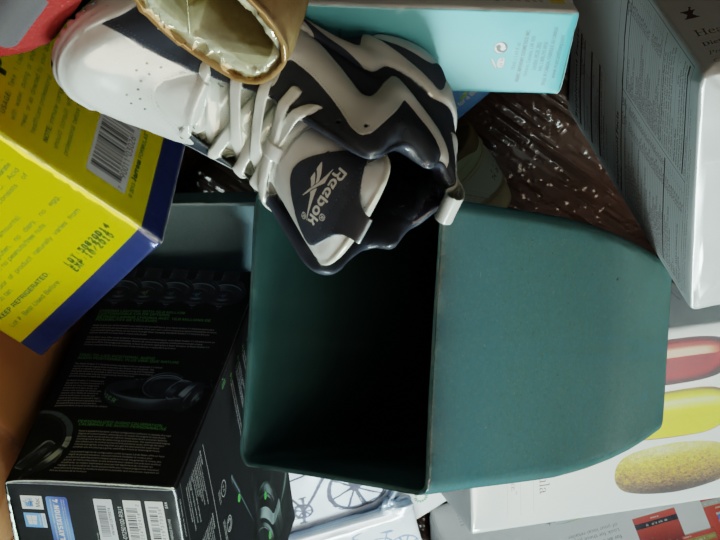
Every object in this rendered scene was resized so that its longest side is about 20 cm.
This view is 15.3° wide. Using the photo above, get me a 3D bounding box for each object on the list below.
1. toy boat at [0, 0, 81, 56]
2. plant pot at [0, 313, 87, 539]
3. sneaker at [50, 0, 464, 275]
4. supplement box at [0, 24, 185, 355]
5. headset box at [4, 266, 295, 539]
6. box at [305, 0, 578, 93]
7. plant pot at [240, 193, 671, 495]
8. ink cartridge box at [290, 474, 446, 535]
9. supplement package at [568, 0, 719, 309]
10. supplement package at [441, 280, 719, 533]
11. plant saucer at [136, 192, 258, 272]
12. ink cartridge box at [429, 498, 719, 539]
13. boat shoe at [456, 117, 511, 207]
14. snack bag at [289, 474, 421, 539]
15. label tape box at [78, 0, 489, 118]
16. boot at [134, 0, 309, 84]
[{"bbox_3d":[-0.213,-0.184,1.218,0.130,0.200,0.131,-30,170,-40],"label":"toy boat"},{"bbox_3d":[-0.237,0.065,1.410,0.199,0.140,0.201,-3,130,-4],"label":"plant pot"},{"bbox_3d":[-0.039,-0.061,1.225,0.198,0.130,0.080,16,120,-26],"label":"sneaker"},{"bbox_3d":[-0.198,-0.072,1.324,0.200,0.110,0.109,34,127,-22],"label":"supplement box"},{"bbox_3d":[-0.103,0.116,1.421,0.092,0.200,0.175,2,126,13],"label":"headset box"},{"bbox_3d":[0.000,-0.129,1.321,0.199,0.082,0.049,0,125,-16],"label":"box"},{"bbox_3d":[0.062,0.035,1.382,0.199,0.141,0.142,2,92,-42],"label":"plant pot"},{"bbox_3d":[-0.051,0.153,1.621,0.199,0.037,0.095,-34,129,5],"label":"ink cartridge box"},{"bbox_3d":[0.230,-0.109,1.417,0.190,0.200,0.148,-10,127,-11],"label":"supplement package"},{"bbox_3d":[0.142,0.070,1.559,0.199,0.110,0.114,-8,109,-13],"label":"supplement package"},{"bbox_3d":[-0.105,-0.016,1.446,0.199,0.019,0.070,-1,134,8],"label":"plant saucer"},{"bbox_3d":[0.160,0.210,1.633,0.199,0.176,0.084,-14,146,-7],"label":"ink cartridge box"},{"bbox_3d":[0.000,0.000,1.502,0.200,0.074,0.066,-38,122,11],"label":"boat shoe"},{"bbox_3d":[-0.056,0.165,1.595,0.188,0.021,0.201,-19,128,-4],"label":"snack bag"},{"bbox_3d":[-0.035,-0.133,1.400,0.144,0.063,0.200,-40,125,12],"label":"label tape box"},{"bbox_3d":[-0.072,-0.205,1.226,0.175,0.201,0.066,35,136,-12],"label":"boot"}]
